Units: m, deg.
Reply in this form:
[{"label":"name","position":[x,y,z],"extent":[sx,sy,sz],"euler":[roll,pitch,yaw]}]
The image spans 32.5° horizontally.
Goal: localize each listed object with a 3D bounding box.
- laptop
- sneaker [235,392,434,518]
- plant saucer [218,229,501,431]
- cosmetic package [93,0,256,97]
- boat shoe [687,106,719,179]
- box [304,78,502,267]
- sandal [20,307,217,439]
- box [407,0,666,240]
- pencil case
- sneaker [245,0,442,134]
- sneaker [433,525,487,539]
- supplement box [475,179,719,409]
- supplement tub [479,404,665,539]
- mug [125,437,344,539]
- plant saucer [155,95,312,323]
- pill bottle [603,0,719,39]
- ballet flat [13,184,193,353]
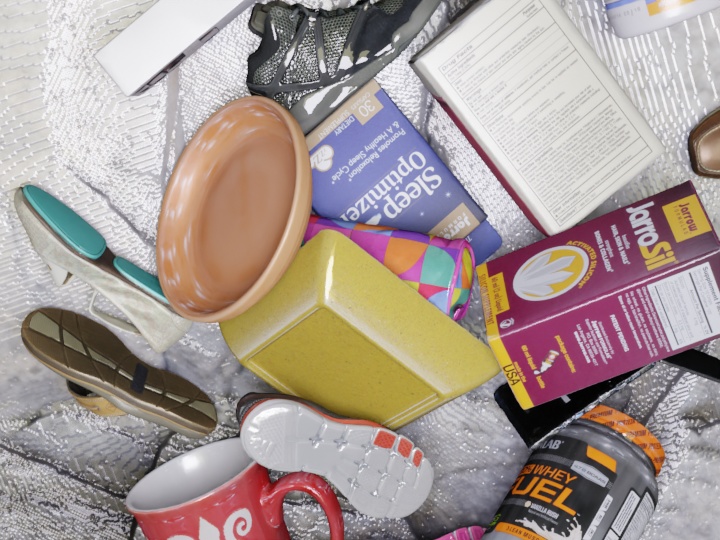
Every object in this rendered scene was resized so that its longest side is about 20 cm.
[{"label":"laptop","position":[0.239,0.113,1.101],"extent":[0.199,0.177,0.104],"euler":[-35,99,2]},{"label":"sneaker","position":[-0.022,0.149,1.082],"extent":[0.199,0.082,0.077],"euler":[30,94,-27]},{"label":"plant saucer","position":[-0.011,0.077,1.073],"extent":[0.200,0.049,0.200],"euler":[37,138,-15]},{"label":"cosmetic package","position":[-0.137,-0.231,1.080],"extent":[0.200,0.083,0.051],"euler":[-39,101,3]},{"label":"boat shoe","position":[0.402,-0.131,1.128],"extent":[0.198,0.074,0.076],"euler":[-15,98,-1]},{"label":"box","position":[0.030,-0.062,1.138],"extent":[0.121,0.032,0.200],"euler":[-41,99,3]},{"label":"sandal","position":[-0.226,0.106,1.132],"extent":[0.199,0.080,0.054],"euler":[31,117,-11]},{"label":"box","position":[0.152,-0.147,1.094],"extent":[0.128,0.109,0.200],"euler":[-38,98,4]},{"label":"pencil case","position":[0.000,0.000,1.083],"extent":[0.198,0.088,0.089],"euler":[8,98,19]},{"label":"sneaker","position":[-0.023,-0.216,1.090],"extent":[0.199,0.076,0.114],"euler":[-37,105,8]},{"label":"sneaker","position":[0.065,0.296,1.172],"extent":[0.198,0.088,0.082],"euler":[5,57,-20]},{"label":"supplement box","position":[0.205,0.020,1.027],"extent":[0.199,0.111,0.086],"euler":[-23,122,13]},{"label":"supplement tub","position":[0.188,0.227,1.114],"extent":[0.122,0.122,0.200],"euler":[39,65,-8]},{"label":"mug","position":[-0.102,0.271,1.114],"extent":[0.133,0.177,0.201],"euler":[-31,107,-42]},{"label":"plant saucer","position":[-0.106,-0.050,1.067],"extent":[0.037,0.200,0.201],"euler":[19,98,-40]},{"label":"pill bottle","position":[0.246,-0.314,1.075],"extent":[0.111,0.112,0.201],"euler":[-20,99,0]},{"label":"ballet flat","position":[-0.242,0.004,1.116],"extent":[0.200,0.067,0.062],"euler":[38,104,-7]}]
